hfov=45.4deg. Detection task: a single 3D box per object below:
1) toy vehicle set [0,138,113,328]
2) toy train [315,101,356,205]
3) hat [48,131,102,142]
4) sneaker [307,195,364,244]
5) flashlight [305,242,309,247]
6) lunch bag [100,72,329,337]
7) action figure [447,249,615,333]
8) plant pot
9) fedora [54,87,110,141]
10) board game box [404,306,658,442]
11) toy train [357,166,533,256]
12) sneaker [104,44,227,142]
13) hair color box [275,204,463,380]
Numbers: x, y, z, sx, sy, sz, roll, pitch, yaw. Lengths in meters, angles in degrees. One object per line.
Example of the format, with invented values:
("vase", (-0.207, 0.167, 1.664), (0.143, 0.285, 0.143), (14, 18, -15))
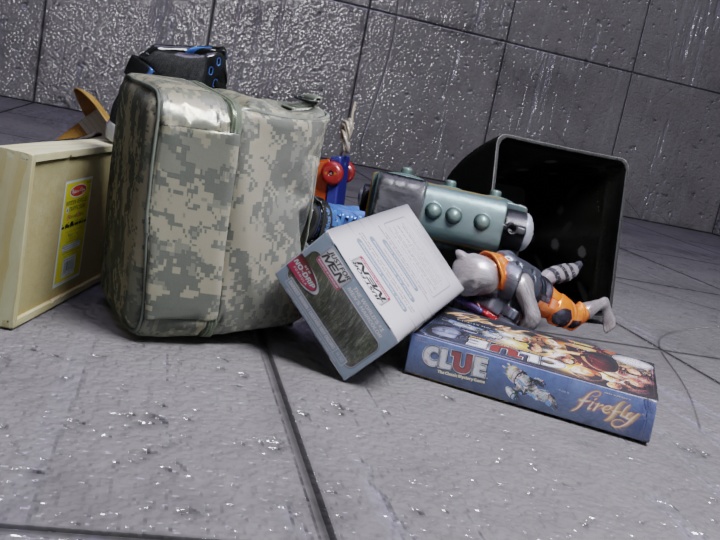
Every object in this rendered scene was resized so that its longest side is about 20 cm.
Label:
("toy vehicle set", (-0.240, -0.039, 0.691), (0.026, 0.126, 0.200), (11, 10, 1))
("toy train", (-0.071, -0.154, 1.278), (0.114, 0.203, 0.085), (9, 10, 12))
("hat", (-0.311, -0.061, 0.797), (0.198, 0.082, 0.201), (-23, 18, 8))
("sneaker", (-0.025, -0.052, 1.111), (0.197, 0.078, 0.111), (11, 4, 21))
("flashlight", (-0.119, -0.057, 0.842), (0.201, 0.068, 0.068), (51, 2, 20))
("lunch bag", (-0.112, -0.049, 0.698), (0.166, 0.203, 0.139), (2, 16, -28))
("action figure", (0.154, 0.014, 0.920), (0.192, 0.106, 0.199), (16, 9, -44))
("plant pot", (0.201, -0.053, 1.115), (0.197, 0.203, 0.177), (7, 0, -25))
("fedora", (-0.296, -0.106, 0.981), (0.081, 0.202, 0.200), (-32, 26, -14))
("board game box", (0.149, 0.082, 0.735), (0.197, 0.035, 0.135), (15, 11, 15))
("toy train", (0.092, -0.059, 0.934), (0.197, 0.087, 0.114), (14, 4, 1))
("sneaker", (-0.118, -0.138, 0.776), (0.198, 0.113, 0.073), (17, 15, -24))
("hair color box", (0.016, 0.010, 0.731), (0.100, 0.060, 0.200), (56, 22, 4))
